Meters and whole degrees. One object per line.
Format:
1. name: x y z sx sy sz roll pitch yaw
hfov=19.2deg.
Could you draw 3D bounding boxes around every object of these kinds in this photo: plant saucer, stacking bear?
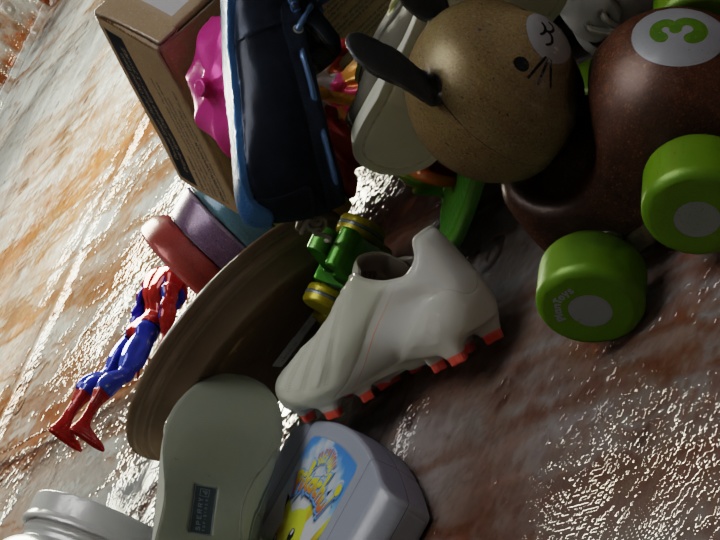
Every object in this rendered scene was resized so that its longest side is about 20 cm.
1. plant saucer: -0.070 0.048 1.356 0.200 0.029 0.200 -44 -19 -20
2. stacking bear: -0.050 -0.063 1.503 0.200 0.121 0.114 -47 -11 1

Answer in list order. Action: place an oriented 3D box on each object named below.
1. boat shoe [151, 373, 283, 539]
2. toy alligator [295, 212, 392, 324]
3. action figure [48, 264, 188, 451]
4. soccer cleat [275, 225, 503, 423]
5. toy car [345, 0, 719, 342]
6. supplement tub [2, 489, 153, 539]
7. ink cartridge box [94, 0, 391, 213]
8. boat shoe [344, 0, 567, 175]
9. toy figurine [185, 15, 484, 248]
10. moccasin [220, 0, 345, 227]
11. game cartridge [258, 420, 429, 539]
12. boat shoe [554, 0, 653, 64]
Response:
1. boat shoe: -0.091 0.146 1.236 0.202 0.070 0.072 -80 2 -49
2. toy alligator: 0.000 0.000 1.272 0.200 0.054 0.060 68 -134 -73
3. action figure: -0.184 0.060 1.763 0.065 0.052 0.201 -13 44 59
4. soccer cleat: 0.008 0.031 1.228 0.069 0.078 0.200 -29 1 -37
5. toy car: 0.085 -0.095 1.037 0.158 0.199 0.165 -44 24 40
6. supplement tub: -0.189 0.254 1.323 0.145 0.145 0.201 -20 43 63
7. ink cartridge box: -0.060 -0.166 1.403 0.075 0.165 0.200 30 66 38
8. boat shoe: 0.052 -0.137 1.139 0.202 0.072 0.061 -53 31 40
9. toy figurine: -0.015 -0.112 1.303 0.200 0.183 0.151 -92 16 -73
10. moccasin: -0.043 -0.121 1.194 0.080 0.068 0.202 118 148 -77
11. game cartridge: -0.026 0.155 1.219 0.134 0.040 0.200 -58 18 -5
12. boat shoe: 0.141 -0.151 1.188 0.200 0.072 0.066 -10 66 62
